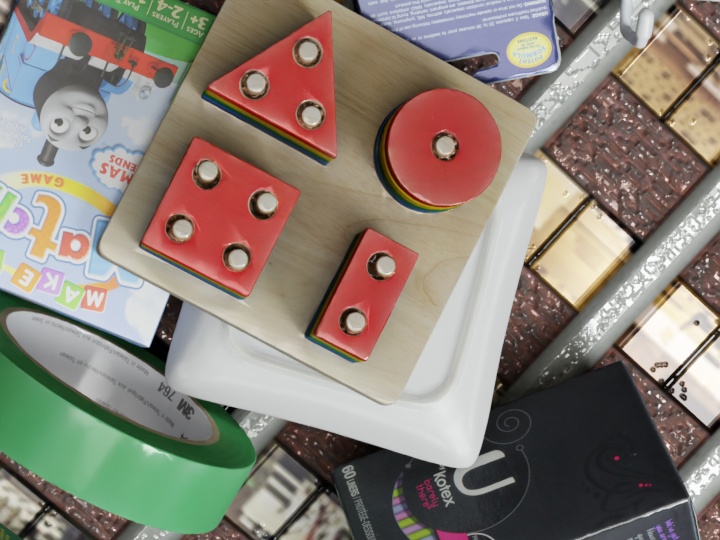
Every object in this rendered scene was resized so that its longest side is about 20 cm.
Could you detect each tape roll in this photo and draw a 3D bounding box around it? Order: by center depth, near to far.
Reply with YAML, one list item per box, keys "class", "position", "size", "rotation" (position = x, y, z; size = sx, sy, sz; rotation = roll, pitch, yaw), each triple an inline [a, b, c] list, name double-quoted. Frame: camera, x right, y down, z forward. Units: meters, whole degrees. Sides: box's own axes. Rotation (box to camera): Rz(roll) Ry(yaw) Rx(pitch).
- class: "tape roll"
  position: [-0.158, 0.080, 1.469]
  size: [0.200, 0.200, 0.048]
  rotation: [29, 100, -13]

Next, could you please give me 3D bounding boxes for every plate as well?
- class: "plate"
  position: [0.000, 0.000, 1.516]
  size: [0.199, 0.032, 0.200]
  rotation: [15, 82, -4]

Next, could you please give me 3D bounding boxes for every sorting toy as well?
- class: "sorting toy"
  position: [-0.021, -0.054, 1.460]
  size: [0.199, 0.070, 0.199]
  rotation: [28, 83, -6]

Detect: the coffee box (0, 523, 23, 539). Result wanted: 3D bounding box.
- class: "coffee box"
  position: [-0.277, 0.199, 1.565]
  size: [0.200, 0.044, 0.123]
  rotation: [39, 96, -15]

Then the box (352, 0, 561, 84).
- class: "box"
  position: [0.048, -0.209, 1.510]
  size: [0.121, 0.032, 0.201]
  rotation: [-11, 104, -4]

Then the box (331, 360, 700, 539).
- class: "box"
  position: [0.099, 0.161, 1.550]
  size: [0.199, 0.122, 0.106]
  rotation: [-21, 137, -2]

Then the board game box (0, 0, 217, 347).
- class: "board game box"
  position: [-0.160, -0.074, 1.491]
  size: [0.151, 0.037, 0.201]
  rotation: [22, 86, -13]

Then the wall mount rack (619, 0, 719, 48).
- class: "wall mount rack"
  position: [0.228, -0.220, 1.509]
  size: [0.199, 0.075, 0.175]
  rotation: [2, 104, -9]
